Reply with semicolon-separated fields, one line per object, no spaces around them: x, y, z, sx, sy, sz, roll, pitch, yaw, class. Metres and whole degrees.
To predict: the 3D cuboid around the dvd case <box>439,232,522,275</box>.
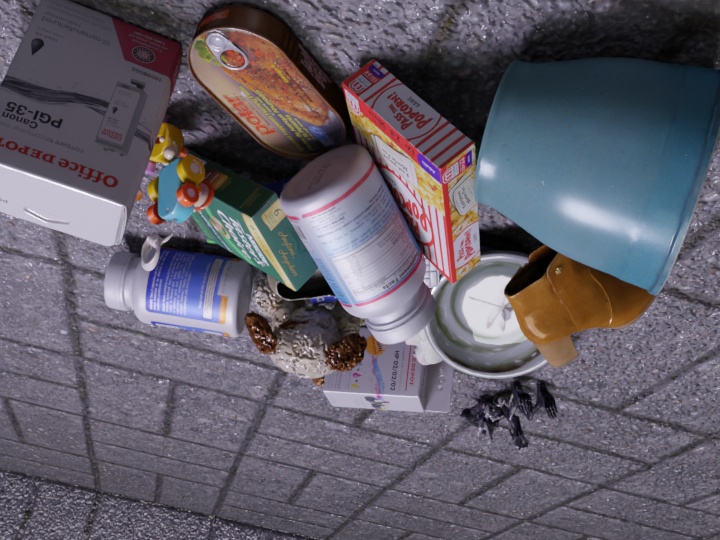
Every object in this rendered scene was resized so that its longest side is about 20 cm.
0.120;0.001;1.097;0.139;0.018;0.201;14;151;-5;dvd case

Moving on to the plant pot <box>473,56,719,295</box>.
0.208;-0.103;0.735;0.184;0.203;0.201;18;153;15;plant pot

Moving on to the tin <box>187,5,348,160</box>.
-0.091;-0.187;0.824;0.110;0.043;0.200;-14;143;29;tin

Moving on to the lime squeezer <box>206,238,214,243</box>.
-0.115;-0.030;1.113;0.196;0.039;0.071;15;-179;-9;lime squeezer

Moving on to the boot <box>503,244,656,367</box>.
0.270;0.011;0.958;0.145;0.200;0.071;56;173;-32;boot

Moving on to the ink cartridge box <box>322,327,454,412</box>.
0.048;0.158;1.287;0.195;0.117;0.068;1;151;14;ink cartridge box

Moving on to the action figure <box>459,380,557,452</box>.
0.253;0.266;1.427;0.116;0.104;0.200;9;151;-23;action figure

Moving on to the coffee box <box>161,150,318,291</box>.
-0.143;-0.062;0.933;0.198;0.044;0.124;28;155;41;coffee box

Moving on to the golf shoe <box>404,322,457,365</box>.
0.118;0.096;1.179;0.089;0.077;0.200;2;163;18;golf shoe

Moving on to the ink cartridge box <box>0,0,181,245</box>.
-0.270;-0.146;0.781;0.144;0.204;0.083;18;150;-15;ink cartridge box

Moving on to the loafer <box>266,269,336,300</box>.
-0.021;-0.005;0.961;0.196;0.069;0.077;-20;115;11;loafer

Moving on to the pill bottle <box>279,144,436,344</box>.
0.005;-0.023;0.867;0.107;0.109;0.202;-12;121;34;pill bottle

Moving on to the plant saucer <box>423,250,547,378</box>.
0.179;0.050;1.053;0.195;0.051;0.204;2;124;3;plant saucer

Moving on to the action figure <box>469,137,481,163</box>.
0.184;-0.096;0.876;0.197;0.056;0.118;22;150;-24;action figure

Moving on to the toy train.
-0.228;-0.089;0.904;0.055;0.200;0.152;17;111;-44;toy train

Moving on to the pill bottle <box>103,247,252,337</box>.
-0.262;0.027;1.165;0.195;0.114;0.113;9;151;3;pill bottle

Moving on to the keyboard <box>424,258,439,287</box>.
0.000;0.000;1.005;0.195;0.058;0.011;-4;-166;4;keyboard

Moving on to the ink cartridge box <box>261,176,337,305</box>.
-0.052;-0.037;1.027;0.092;0.045;0.201;-13;140;13;ink cartridge box

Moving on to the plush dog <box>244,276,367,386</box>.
-0.073;0.100;1.130;0.195;0.165;0.172;7;-173;7;plush dog

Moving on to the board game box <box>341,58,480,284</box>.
0.058;-0.097;0.833;0.152;0.046;0.201;46;166;30;board game box
